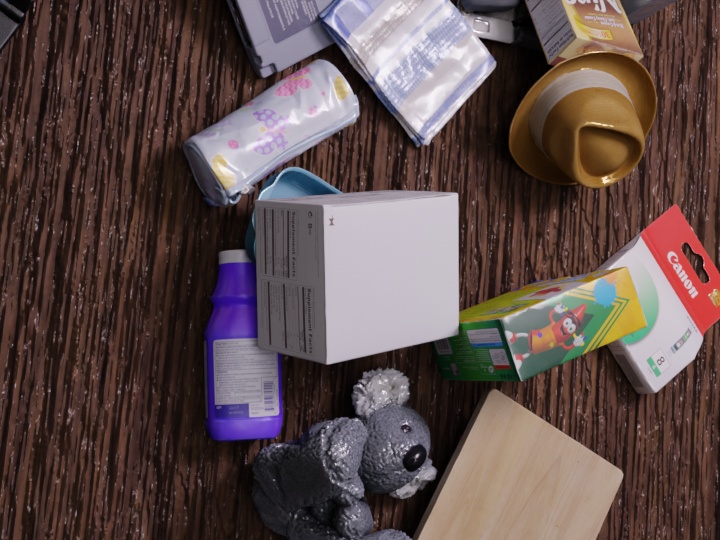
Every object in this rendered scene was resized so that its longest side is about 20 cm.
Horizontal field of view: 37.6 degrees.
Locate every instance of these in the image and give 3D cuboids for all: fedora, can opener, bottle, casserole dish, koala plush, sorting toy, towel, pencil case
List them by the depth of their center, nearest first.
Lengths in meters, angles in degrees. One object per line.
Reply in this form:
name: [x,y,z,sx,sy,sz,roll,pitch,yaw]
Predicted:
bottle: [-0.127,0.080,1.135,0.082,0.065,0.203,-1,84,-17]
koala plush: [0.001,0.207,1.135,0.199,0.183,0.179,-35,108,-39]
casserole dish: [-0.054,-0.032,1.155,0.199,0.039,0.122,30,73,-43]
pencil case: [-0.097,-0.151,1.157,0.199,0.090,0.084,-37,136,-21]
sorting toy: [0.172,0.272,1.218,0.198,0.070,0.201,33,75,-13]
towel: [0.060,-0.265,1.232,0.147,0.024,0.200,-46,112,-11]
fedora: [0.272,-0.159,1.240,0.198,0.202,0.082,-1,43,-19]
can opener: [0.210,-0.305,1.295,0.198,0.067,0.054,6,80,-19]

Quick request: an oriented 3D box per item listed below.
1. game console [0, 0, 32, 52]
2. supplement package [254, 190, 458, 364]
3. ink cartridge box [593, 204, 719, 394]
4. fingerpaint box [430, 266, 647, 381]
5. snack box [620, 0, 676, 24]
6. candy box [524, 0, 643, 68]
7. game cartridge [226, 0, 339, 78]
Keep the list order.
game console: [-0.431,-0.305,1.043,0.199,0.116,0.177,36,74,-12]
supplement package: [0.000,0.000,1.109,0.199,0.110,0.158,-8,100,-43]
ink cartridge box: [0.384,0.032,1.332,0.199,0.050,0.162,-36,96,-17]
fingerpaint box: [0.190,0.064,1.178,0.165,0.200,0.074,-20,92,-21]
snack box: [0.346,-0.406,1.284,0.067,0.200,0.171,-15,88,-20]
candy box: [0.252,-0.330,1.268,0.114,0.055,0.202,5,57,-34]
game cartridge: [-0.091,-0.333,1.171,0.132,0.041,0.202,-29,120,-17]
